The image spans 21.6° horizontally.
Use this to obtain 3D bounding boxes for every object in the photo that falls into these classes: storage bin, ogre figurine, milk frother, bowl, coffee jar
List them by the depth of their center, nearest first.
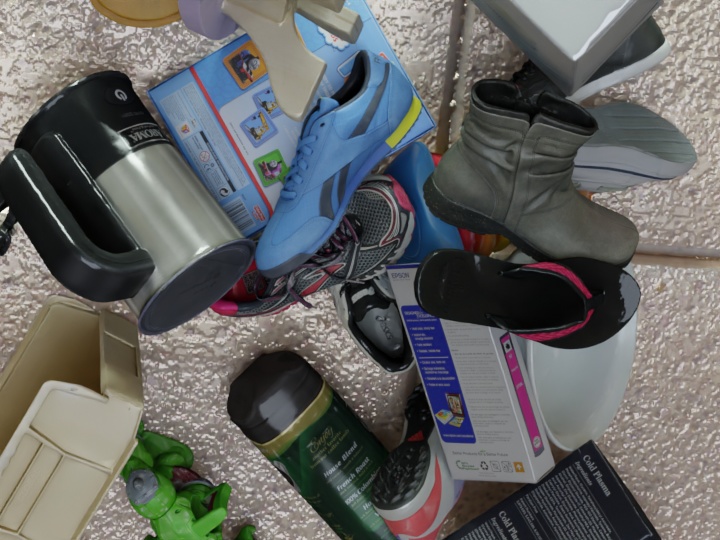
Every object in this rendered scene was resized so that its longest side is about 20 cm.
[{"bbox_3d":[-0.221,-0.022,1.548,0.180,0.200,0.189,-26,70,-36],"label":"milk frother"},{"bbox_3d":[-0.265,0.144,1.588,0.093,0.200,0.200,29,102,-16],"label":"storage bin"},{"bbox_3d":[0.160,0.052,1.648,0.090,0.201,0.203,6,113,34],"label":"bowl"},{"bbox_3d":[-0.156,0.211,1.667,0.097,0.120,0.202,-21,109,0],"label":"ogre figurine"},{"bbox_3d":[-0.030,0.162,1.675,0.085,0.104,0.200,-44,109,-8],"label":"coffee jar"}]

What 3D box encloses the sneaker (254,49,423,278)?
[{"bbox_3d":[-0.034,-0.088,1.518,0.078,0.066,0.201,43,78,-31],"label":"sneaker"}]

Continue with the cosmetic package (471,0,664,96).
[{"bbox_3d":[0.136,-0.257,1.474,0.123,0.200,0.199,-45,84,1],"label":"cosmetic package"}]

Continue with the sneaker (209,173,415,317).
[{"bbox_3d":[-0.041,-0.011,1.574,0.199,0.075,0.081,-32,84,24],"label":"sneaker"}]

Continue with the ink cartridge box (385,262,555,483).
[{"bbox_3d":[0.091,0.081,1.564,0.037,0.094,0.202,-34,112,-41],"label":"ink cartridge box"}]

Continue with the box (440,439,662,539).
[{"bbox_3d":[0.178,0.266,1.681,0.181,0.105,0.200,-35,152,4],"label":"box"}]

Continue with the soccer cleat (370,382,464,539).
[{"bbox_3d":[0.070,0.158,1.660,0.068,0.201,0.074,-5,128,33],"label":"soccer cleat"}]

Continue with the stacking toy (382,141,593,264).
[{"bbox_3d":[0.123,-0.063,1.633,0.198,0.110,0.117,-15,78,-24],"label":"stacking toy"}]

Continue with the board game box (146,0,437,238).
[{"bbox_3d":[-0.057,-0.136,1.591,0.199,0.037,0.152,-30,91,4],"label":"board game box"}]

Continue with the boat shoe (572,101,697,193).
[{"bbox_3d":[0.205,-0.101,1.618,0.199,0.074,0.067,6,137,-41],"label":"boat shoe"}]

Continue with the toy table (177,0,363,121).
[{"bbox_3d":[-0.060,-0.223,1.471,0.116,0.200,0.185,24,101,7],"label":"toy table"}]

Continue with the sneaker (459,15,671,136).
[{"bbox_3d":[0.160,-0.188,1.608,0.199,0.071,0.100,-27,107,-4],"label":"sneaker"}]

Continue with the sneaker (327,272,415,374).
[{"bbox_3d":[0.000,0.000,1.636,0.075,0.088,0.201,-31,107,5],"label":"sneaker"}]

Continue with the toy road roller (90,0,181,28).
[{"bbox_3d":[-0.170,-0.293,1.487,0.122,0.146,0.202,0,108,-6],"label":"toy road roller"}]

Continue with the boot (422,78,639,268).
[{"bbox_3d":[0.158,-0.074,1.511,0.198,0.068,0.131,17,134,-17],"label":"boot"}]

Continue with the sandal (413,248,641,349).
[{"bbox_3d":[0.138,0.024,1.498,0.198,0.045,0.076,6,95,-24],"label":"sandal"}]
